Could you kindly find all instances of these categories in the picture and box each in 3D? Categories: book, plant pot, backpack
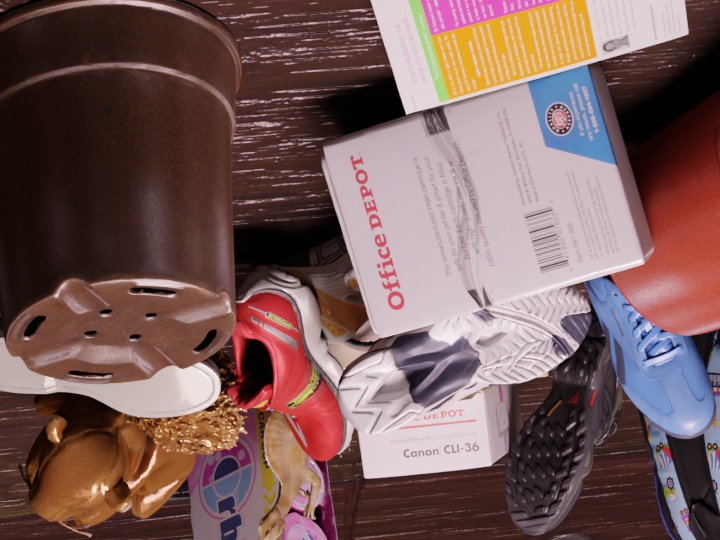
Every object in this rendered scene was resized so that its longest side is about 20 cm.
[{"bbox_3d":[0.111,-0.179,1.469,0.199,0.048,0.134,-13,150,5],"label":"book"},{"bbox_3d":[-0.164,-0.045,1.474,0.199,0.199,0.201,-7,152,-4],"label":"plant pot"},{"bbox_3d":[0.320,0.133,1.873,0.134,0.201,0.182,1,164,-31],"label":"backpack"},{"bbox_3d":[0.286,-0.051,1.624,0.200,0.202,0.195,12,154,-35],"label":"plant pot"}]

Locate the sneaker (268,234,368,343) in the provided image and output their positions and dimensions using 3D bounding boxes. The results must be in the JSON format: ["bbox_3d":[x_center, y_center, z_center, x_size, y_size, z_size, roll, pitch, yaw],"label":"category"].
[{"bbox_3d":[0.000,0.000,1.747,0.199,0.088,0.076,-7,129,47],"label":"sneaker"}]

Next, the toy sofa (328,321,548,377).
[{"bbox_3d":[0.054,0.052,1.873,0.199,0.098,0.083,-7,178,-3],"label":"toy sofa"}]

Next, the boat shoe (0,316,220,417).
[{"bbox_3d":[-0.199,0.063,1.730,0.199,0.062,0.073,6,123,12],"label":"boat shoe"}]

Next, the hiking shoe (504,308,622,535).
[{"bbox_3d":[0.191,0.140,1.952,0.075,0.201,0.101,16,171,35],"label":"hiking shoe"}]

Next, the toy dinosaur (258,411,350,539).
[{"bbox_3d":[-0.057,0.133,1.857,0.058,0.201,0.101,-10,165,25],"label":"toy dinosaur"}]

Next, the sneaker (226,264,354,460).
[{"bbox_3d":[-0.067,0.085,1.761,0.077,0.085,0.201,20,145,38],"label":"sneaker"}]

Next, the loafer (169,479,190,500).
[{"bbox_3d":[-0.139,0.179,2.058,0.199,0.072,0.063,-8,157,-8],"label":"loafer"}]

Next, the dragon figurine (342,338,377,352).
[{"bbox_3d":[0.069,0.008,1.784,0.059,0.100,0.200,28,146,-29],"label":"dragon figurine"}]

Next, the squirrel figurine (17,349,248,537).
[{"bbox_3d":[-0.188,0.124,1.806,0.200,0.142,0.187,-37,179,15],"label":"squirrel figurine"}]

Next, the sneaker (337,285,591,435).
[{"bbox_3d":[0.075,0.059,1.703,0.199,0.080,0.130,-31,-175,1],"label":"sneaker"}]

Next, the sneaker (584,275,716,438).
[{"bbox_3d":[0.216,0.035,1.740,0.066,0.201,0.078,-22,161,2],"label":"sneaker"}]

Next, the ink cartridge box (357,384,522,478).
[{"bbox_3d":[0.065,0.134,1.931,0.116,0.068,0.200,-8,180,15],"label":"ink cartridge box"}]

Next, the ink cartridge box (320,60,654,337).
[{"bbox_3d":[0.090,-0.051,1.581,0.199,0.145,0.084,-16,-178,14],"label":"ink cartridge box"}]

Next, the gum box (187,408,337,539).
[{"bbox_3d":[-0.088,0.192,1.947,0.113,0.201,0.066,-29,147,37],"label":"gum box"}]
